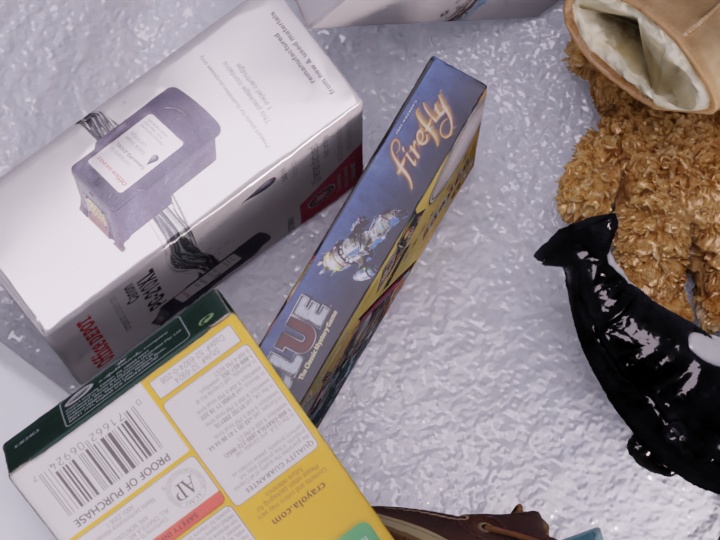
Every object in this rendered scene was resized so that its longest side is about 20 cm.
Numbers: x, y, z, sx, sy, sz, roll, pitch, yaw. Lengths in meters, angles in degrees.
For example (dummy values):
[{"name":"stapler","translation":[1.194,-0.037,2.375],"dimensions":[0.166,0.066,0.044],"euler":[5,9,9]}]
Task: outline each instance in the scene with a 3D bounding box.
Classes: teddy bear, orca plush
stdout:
[{"name":"teddy bear","translation":[0.173,-0.051,1.126],"dimensions":[0.143,0.067,0.202],"euler":[9,77,0]},{"name":"orca plush","translation":[0.170,0.060,1.064],"dimensions":[0.104,0.071,0.201],"euler":[-25,108,17]}]

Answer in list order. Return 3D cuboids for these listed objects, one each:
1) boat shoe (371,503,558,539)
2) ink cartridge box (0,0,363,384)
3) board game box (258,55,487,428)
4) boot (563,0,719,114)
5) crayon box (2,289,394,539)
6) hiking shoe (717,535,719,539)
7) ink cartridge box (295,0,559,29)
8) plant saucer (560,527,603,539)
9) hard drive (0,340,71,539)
[{"name":"boat shoe","translation":[0.077,0.160,1.067],"dimensions":[0.198,0.073,0.072],"euler":[13,32,31]},{"name":"ink cartridge box","translation":[-0.100,-0.040,1.083],"dimensions":[0.199,0.145,0.085],"euler":[-36,79,-8]},{"name":"board game box","translation":[0.000,0.000,1.080],"dimensions":[0.034,0.136,0.201],"euler":[29,78,7]},{"name":"boot","translation":[0.225,-0.126,1.098],"dimensions":[0.175,0.066,0.200],"euler":[37,44,19]},{"name":"crayon box","translation":[-0.060,0.128,0.972],"dimensions":[0.125,0.052,0.201],"euler":[-35,108,-4]},{"name":"hiking shoe","translation":[0.230,0.097,1.032],"dimensions":[0.074,0.087,0.201],"euler":[37,94,8]},{"name":"ink cartridge box","translation":[0.053,-0.228,1.082],"dimensions":[0.199,0.146,0.148],"euler":[-11,71,-49]},{"name":"plant saucer","translation":[0.045,0.181,1.009],"dimensions":[0.019,0.199,0.070],"euler":[41,49,-20]},{"name":"hard drive","translation":[-0.197,0.102,1.013],"dimensions":[0.199,0.027,0.132],"euler":[36,78,6]}]
